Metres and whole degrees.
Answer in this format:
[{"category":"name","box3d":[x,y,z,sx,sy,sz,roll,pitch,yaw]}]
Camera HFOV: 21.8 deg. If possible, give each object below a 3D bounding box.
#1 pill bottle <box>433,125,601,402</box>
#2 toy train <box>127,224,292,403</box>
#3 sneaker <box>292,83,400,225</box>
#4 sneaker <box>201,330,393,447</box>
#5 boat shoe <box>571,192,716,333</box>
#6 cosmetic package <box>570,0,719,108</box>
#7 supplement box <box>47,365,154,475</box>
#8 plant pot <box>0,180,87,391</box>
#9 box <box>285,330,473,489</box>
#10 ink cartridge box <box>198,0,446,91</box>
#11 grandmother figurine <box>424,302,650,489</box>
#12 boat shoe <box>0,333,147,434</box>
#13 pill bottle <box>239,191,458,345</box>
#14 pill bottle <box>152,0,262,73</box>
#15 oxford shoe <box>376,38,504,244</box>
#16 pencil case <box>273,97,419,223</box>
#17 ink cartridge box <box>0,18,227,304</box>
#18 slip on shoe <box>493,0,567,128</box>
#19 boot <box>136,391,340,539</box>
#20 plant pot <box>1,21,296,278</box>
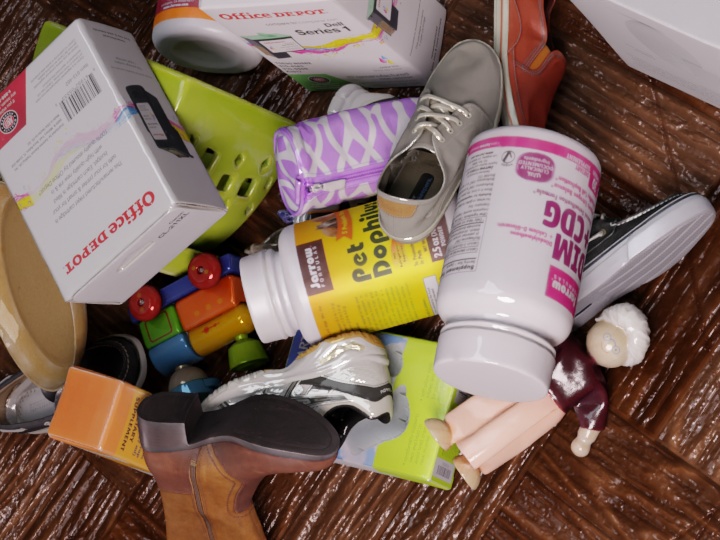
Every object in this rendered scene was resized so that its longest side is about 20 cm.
[{"category":"pill bottle","box3d":[0.124,-0.004,1.511,0.112,0.113,0.202,1,67,31]},{"category":"toy train","box3d":[-0.113,0.041,1.738,0.199,0.084,0.117,-27,72,21]},{"category":"sneaker","box3d":[-0.004,-0.074,1.712,0.079,0.074,0.202,9,80,28]},{"category":"sneaker","box3d":[-0.060,0.128,1.618,0.199,0.075,0.088,-27,66,24]},{"category":"boat shoe","box3d":[0.201,-0.015,1.567,0.199,0.072,0.071,-35,63,19]},{"category":"cosmetic package","box3d":[0.286,-0.218,1.509,0.199,0.200,0.124,31,88,34]},{"category":"supplement box","box3d":[-0.189,0.145,1.670,0.068,0.200,0.067,12,79,29]},{"category":"plant pot","box3d":[-0.301,0.012,1.731,0.200,0.027,0.202,32,131,45]},{"category":"box","box3d":[0.002,0.113,1.659,0.198,0.048,0.123,9,78,32]},{"category":"ink cartridge box","box3d":[-0.033,-0.240,1.709,0.144,0.200,0.085,1,73,31]},{"category":"grandmother figurine","box3d":[0.157,0.100,1.551,0.199,0.061,0.122,-38,100,7]},{"category":"boat shoe","box3d":[-0.286,0.111,1.799,0.199,0.060,0.075,-20,76,38]},{"category":"pill bottle","box3d":[0.000,0.000,1.629,0.198,0.109,0.110,-16,64,4]},{"category":"pill bottle","box3d":[-0.137,-0.306,1.848,0.112,0.113,0.202,-1,72,31]},{"category":"oxford shoe","box3d":[0.068,-0.117,1.582,0.075,0.058,0.201,16,65,22]},{"category":"pencil case","box3d":[0.019,-0.104,1.645,0.198,0.085,0.085,-15,22,-16]},{"category":"ink cartridge box","box3d":[-0.227,-0.091,1.627,0.145,0.083,0.201,-38,69,23]},{"category":"slip on shoe","box3d":[0.152,-0.175,1.657,0.061,0.074,0.202,-4,72,12]},{"category":"boot","box3d":[-0.095,0.205,1.608,0.186,0.202,0.069,1,34,14]},{"category":"plant pot","box3d":[-0.207,-0.104,1.775,0.198,0.199,0.183,24,92,33]}]
